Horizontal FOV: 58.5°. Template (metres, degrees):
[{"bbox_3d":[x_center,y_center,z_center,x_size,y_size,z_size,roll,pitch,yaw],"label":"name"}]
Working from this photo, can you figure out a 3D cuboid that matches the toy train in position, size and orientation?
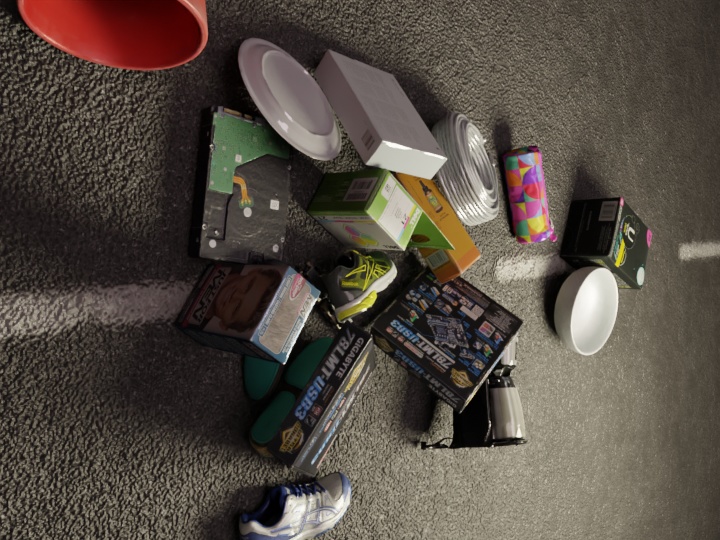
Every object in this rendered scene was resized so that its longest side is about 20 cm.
[{"bbox_3d":[-0.041,0.062,1.013,0.034,0.045,0.202,-50,124,-23],"label":"toy train"}]

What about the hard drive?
[{"bbox_3d":[-0.164,-0.112,0.897,0.137,0.037,0.206,7,88,-43],"label":"hard drive"}]

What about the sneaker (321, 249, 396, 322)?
[{"bbox_3d":[0.000,0.000,0.995,0.086,0.073,0.200,62,23,-13],"label":"sneaker"}]

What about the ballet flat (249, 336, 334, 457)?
[{"bbox_3d":[-0.093,0.190,0.962,0.071,0.070,0.201,53,57,-30],"label":"ballet flat"}]

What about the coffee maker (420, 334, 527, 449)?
[{"bbox_3d":[0.204,0.217,1.173,0.186,0.135,0.206,-1,76,-10],"label":"coffee maker"}]

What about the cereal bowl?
[{"bbox_3d":[0.514,0.088,1.497,0.197,0.082,0.206,-10,105,-39],"label":"cereal bowl"}]

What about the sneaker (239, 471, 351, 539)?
[{"bbox_3d":[-0.091,0.350,0.952,0.198,0.074,0.090,-29,115,-39],"label":"sneaker"}]

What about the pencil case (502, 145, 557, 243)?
[{"bbox_3d":[0.355,-0.158,1.350,0.087,0.087,0.205,-28,109,-38],"label":"pencil case"}]

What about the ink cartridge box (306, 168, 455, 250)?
[{"bbox_3d":[0.036,-0.065,1.009,0.200,0.146,0.077,43,67,-35],"label":"ink cartridge box"}]

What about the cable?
[{"bbox_3d":[0.187,-0.182,1.149,0.199,0.068,0.205,38,41,-49],"label":"cable"}]

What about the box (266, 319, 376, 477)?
[{"bbox_3d":[-0.046,0.190,0.921,0.202,0.049,0.199,-58,165,-16],"label":"box"}]

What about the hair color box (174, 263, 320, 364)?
[{"bbox_3d":[-0.148,0.048,0.808,0.060,0.197,0.102,41,65,-34],"label":"hair color box"}]

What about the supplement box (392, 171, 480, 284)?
[{"bbox_3d":[0.118,-0.084,1.098,0.066,0.068,0.203,-33,93,-36],"label":"supplement box"}]

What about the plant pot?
[{"bbox_3d":[-0.264,-0.351,0.706,0.197,0.198,0.183,9,77,-42],"label":"plant pot"}]

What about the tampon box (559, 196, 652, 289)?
[{"bbox_3d":[0.596,-0.062,1.547,0.198,0.125,0.154,29,73,-39],"label":"tampon box"}]

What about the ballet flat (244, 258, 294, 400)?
[{"bbox_3d":[-0.122,0.083,0.916,0.072,0.072,0.206,-5,106,-42],"label":"ballet flat"}]

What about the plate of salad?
[{"bbox_3d":[-0.102,-0.238,0.913,0.199,0.048,0.203,38,34,-32],"label":"plate of salad"}]

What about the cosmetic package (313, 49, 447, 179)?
[{"bbox_3d":[0.030,-0.238,0.986,0.148,0.052,0.203,3,50,-43],"label":"cosmetic package"}]

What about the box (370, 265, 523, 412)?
[{"bbox_3d":[0.146,0.103,1.093,0.198,0.198,0.050,-44,161,-32],"label":"box"}]
